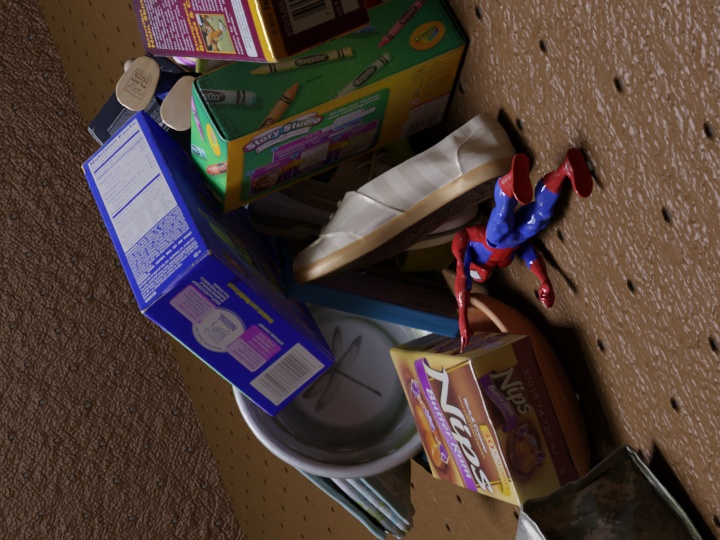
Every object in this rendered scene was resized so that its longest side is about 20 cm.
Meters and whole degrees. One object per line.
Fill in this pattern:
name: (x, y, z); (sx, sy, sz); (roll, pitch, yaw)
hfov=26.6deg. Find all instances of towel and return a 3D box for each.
towel: (-0.019, 0.144, 1.452); (0.200, 0.048, 0.172); (47, -157, -28)

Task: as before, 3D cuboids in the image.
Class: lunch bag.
lunch bag: (0.195, 0.256, 1.064); (0.200, 0.117, 0.165); (53, 159, 28)

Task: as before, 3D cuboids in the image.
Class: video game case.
video game case: (0.000, 0.000, 1.275); (0.200, 0.142, 0.018); (-111, 36, -71)

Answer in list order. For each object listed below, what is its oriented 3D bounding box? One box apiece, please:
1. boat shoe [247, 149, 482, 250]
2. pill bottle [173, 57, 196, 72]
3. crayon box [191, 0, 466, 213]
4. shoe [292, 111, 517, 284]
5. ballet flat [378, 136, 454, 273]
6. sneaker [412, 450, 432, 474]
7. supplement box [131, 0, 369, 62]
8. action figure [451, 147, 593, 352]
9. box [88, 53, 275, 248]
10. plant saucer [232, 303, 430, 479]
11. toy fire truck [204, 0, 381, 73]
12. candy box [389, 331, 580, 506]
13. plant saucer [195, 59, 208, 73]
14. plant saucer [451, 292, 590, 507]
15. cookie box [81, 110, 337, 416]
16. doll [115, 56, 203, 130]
boat shoe: (-0.002, -0.063, 1.214); (0.075, 0.198, 0.069); (-57, -35, -57)
pill bottle: (-0.152, -0.297, 1.528); (0.105, 0.104, 0.201); (58, 161, 32)
crayon box: (-0.026, -0.126, 1.140); (0.059, 0.199, 0.119); (61, 163, 18)
shoe: (0.029, -0.049, 1.128); (0.054, 0.199, 0.070); (65, -158, 10)
ballet flat: (0.020, -0.089, 1.285); (0.201, 0.067, 0.067); (67, 160, 8)
sneaker: (0.037, 0.111, 1.490); (0.082, 0.073, 0.201); (72, 175, -67)
supplement box: (-0.092, -0.216, 1.091); (0.199, 0.085, 0.111); (15, 125, 55)
action figure: (0.109, -0.006, 1.075); (0.200, 0.065, 0.100); (124, 140, -72)
box: (-0.162, -0.115, 1.623); (0.200, 0.124, 0.196); (39, 179, -30)
plant saucer: (-0.015, 0.088, 1.337); (0.050, 0.199, 0.201); (103, 142, -69)
toy fire truck: (-0.059, -0.235, 1.219); (0.176, 0.128, 0.201); (53, 155, 42)
candy box: (0.092, 0.110, 1.193); (0.118, 0.056, 0.200); (70, 163, -4)
plant saucer: (-0.074, -0.182, 1.347); (0.199, 0.048, 0.202); (3, 90, 52)
plant saucer: (0.130, 0.109, 1.230); (0.201, 0.037, 0.201); (58, 161, 32)
cookie box: (-0.122, -0.007, 1.208); (0.171, 0.075, 0.200); (44, -170, -42)
doll: (-0.138, -0.139, 1.257); (0.136, 0.049, 0.200); (25, -176, 10)
